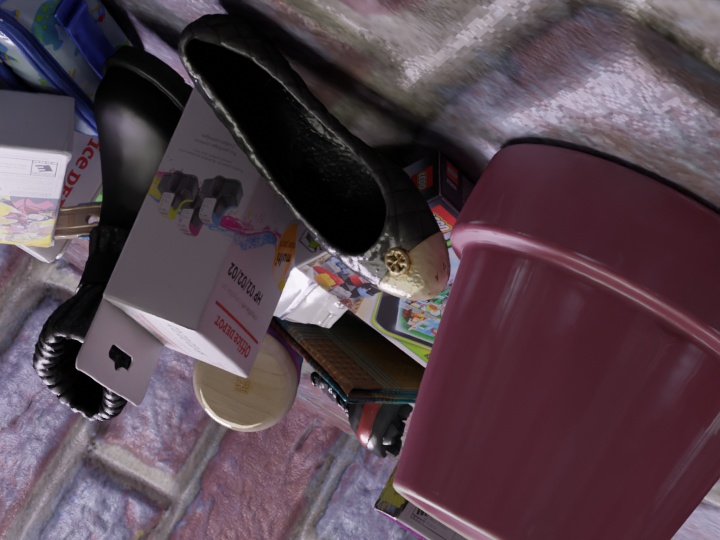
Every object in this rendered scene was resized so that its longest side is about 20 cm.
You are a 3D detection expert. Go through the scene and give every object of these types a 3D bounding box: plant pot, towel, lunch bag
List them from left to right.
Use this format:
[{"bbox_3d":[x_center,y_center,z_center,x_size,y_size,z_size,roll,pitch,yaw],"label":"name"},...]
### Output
[{"bbox_3d":[-0.233,-0.166,0.937,0.159,0.083,0.200,25,170,14],"label":"lunch bag"},{"bbox_3d":[0.026,0.067,1.171,0.198,0.022,0.146,6,-156,-41],"label":"towel"},{"bbox_3d":[0.112,0.064,0.751,0.198,0.180,0.200,29,171,5],"label":"plant pot"}]

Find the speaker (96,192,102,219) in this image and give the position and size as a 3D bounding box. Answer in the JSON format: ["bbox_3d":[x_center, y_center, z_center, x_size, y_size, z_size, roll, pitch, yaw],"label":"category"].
[{"bbox_3d":[-0.226,-0.090,1.270,0.198,0.089,0.089,29,170,10],"label":"speaker"}]

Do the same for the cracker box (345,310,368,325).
[{"bbox_3d":[0.000,0.000,1.122,0.198,0.058,0.134,29,172,16],"label":"cracker box"}]

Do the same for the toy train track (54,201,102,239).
[{"bbox_3d":[-0.154,-0.044,1.073,0.197,0.116,0.033,-5,164,9],"label":"toy train track"}]

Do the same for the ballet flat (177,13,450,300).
[{"bbox_3d":[-0.029,-0.056,0.799,0.200,0.066,0.057,46,-157,1],"label":"ballet flat"}]

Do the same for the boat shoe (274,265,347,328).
[{"bbox_3d":[-0.005,-0.010,0.972,0.069,0.072,0.200,21,149,-14],"label":"boat shoe"}]

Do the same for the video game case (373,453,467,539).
[{"bbox_3d":[0.122,0.144,1.108,0.199,0.183,0.036,37,168,-36],"label":"video game case"}]

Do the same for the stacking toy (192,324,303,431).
[{"bbox_3d":[-0.074,0.057,1.223,0.085,0.086,0.200,30,-159,0],"label":"stacking toy"}]

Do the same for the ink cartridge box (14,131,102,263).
[{"bbox_3d":[-0.288,-0.118,1.132,0.199,0.147,0.084,34,171,-18],"label":"ink cartridge box"}]

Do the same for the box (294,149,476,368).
[{"bbox_3d":[0.064,0.014,0.898,0.109,0.035,0.200,-26,134,31],"label":"box"}]

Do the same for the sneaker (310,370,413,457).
[{"bbox_3d":[0.000,0.091,1.221,0.097,0.072,0.201,20,-161,-5],"label":"sneaker"}]

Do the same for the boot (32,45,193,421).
[{"bbox_3d":[-0.154,-0.019,0.939,0.079,0.158,0.213,17,139,28],"label":"boot"}]

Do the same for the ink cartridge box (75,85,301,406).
[{"bbox_3d":[-0.089,-0.011,0.897,0.067,0.202,0.115,19,168,17],"label":"ink cartridge box"}]

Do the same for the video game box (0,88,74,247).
[{"bbox_3d":[-0.293,-0.071,0.963,0.197,0.047,0.182,5,159,-15],"label":"video game box"}]
